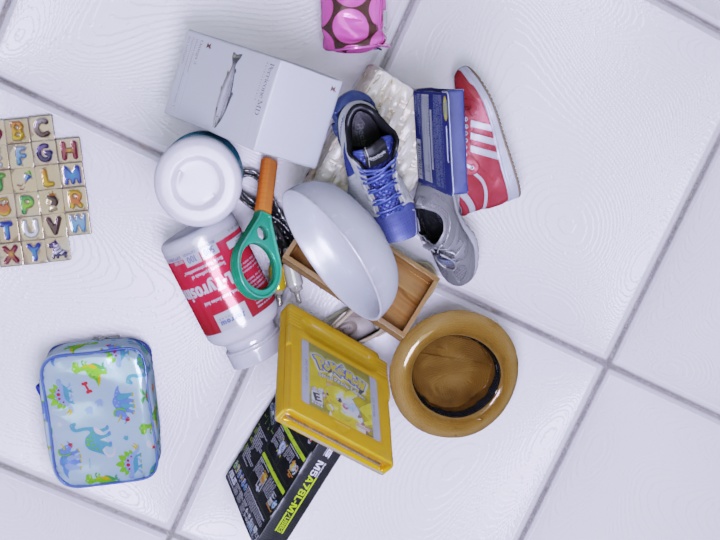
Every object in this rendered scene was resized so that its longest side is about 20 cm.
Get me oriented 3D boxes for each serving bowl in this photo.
[{"bbox_3d":[-0.015,-0.035,1.376,0.066,0.200,0.201,-36,102,-17],"label":"serving bowl"}]

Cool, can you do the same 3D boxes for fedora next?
[{"bbox_3d":[0.127,0.141,1.552,0.198,0.082,0.204,-4,105,-16],"label":"fedora"}]

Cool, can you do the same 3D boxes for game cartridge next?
[{"bbox_3d":[-0.033,0.152,1.421,0.175,0.201,0.032,31,123,-24],"label":"game cartridge"}]

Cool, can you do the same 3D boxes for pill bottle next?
[{"bbox_3d":[-0.183,0.029,1.486,0.111,0.112,0.202,-26,101,-1],"label":"pill bottle"},{"bbox_3d":[-0.208,-0.125,1.412,0.109,0.200,0.112,-1,101,-5],"label":"pill bottle"}]

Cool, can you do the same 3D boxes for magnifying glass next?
[{"bbox_3d":[-0.134,-0.058,1.466,0.079,0.022,0.203,24,61,-41],"label":"magnifying glass"}]

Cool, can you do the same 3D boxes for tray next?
[{"bbox_3d":[0.000,0.000,1.491,0.199,0.037,0.099,33,75,2],"label":"tray"}]

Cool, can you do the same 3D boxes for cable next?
[{"bbox_3d":[-0.108,-0.055,1.510,0.096,0.050,0.202,-22,101,-1],"label":"cable"}]

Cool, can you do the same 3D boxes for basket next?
[{"bbox_3d":[0.023,-0.164,1.468,0.135,0.123,0.201,29,96,-10],"label":"basket"}]

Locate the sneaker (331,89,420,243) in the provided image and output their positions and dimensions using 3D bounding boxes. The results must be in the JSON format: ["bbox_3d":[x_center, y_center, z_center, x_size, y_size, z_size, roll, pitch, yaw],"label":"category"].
[{"bbox_3d":[0.015,-0.125,1.352,0.080,0.115,0.202,-20,102,-2],"label":"sneaker"}]

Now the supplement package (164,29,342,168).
[{"bbox_3d":[-0.140,-0.222,1.390,0.117,0.199,0.118,11,101,-48],"label":"supplement package"}]

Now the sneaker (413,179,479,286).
[{"bbox_3d":[0.106,-0.047,1.490,0.082,0.074,0.201,-56,138,-35],"label":"sneaker"}]

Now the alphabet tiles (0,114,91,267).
[{"bbox_3d":[-0.461,-0.108,1.487,0.164,0.006,0.203,-6,100,-4],"label":"alphabet tiles"}]

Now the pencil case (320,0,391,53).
[{"bbox_3d":[-0.006,-0.394,1.444,0.093,0.090,0.203,5,104,29],"label":"pencil case"}]

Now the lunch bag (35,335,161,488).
[{"bbox_3d":[-0.365,0.197,1.513,0.158,0.082,0.203,-7,101,-6],"label":"lunch bag"}]

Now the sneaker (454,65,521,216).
[{"bbox_3d":[0.142,-0.174,1.505,0.111,0.071,0.202,-23,104,-5],"label":"sneaker"}]

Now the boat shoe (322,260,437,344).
[{"bbox_3d":[0.027,0.058,1.537,0.199,0.065,0.073,-31,102,0],"label":"boat shoe"}]

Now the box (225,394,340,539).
[{"bbox_3d":[-0.105,0.258,1.490,0.047,0.200,0.194,31,94,-25],"label":"box"}]

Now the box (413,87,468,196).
[{"bbox_3d":[0.100,-0.159,1.313,0.032,0.200,0.123,-5,101,-7],"label":"box"}]
